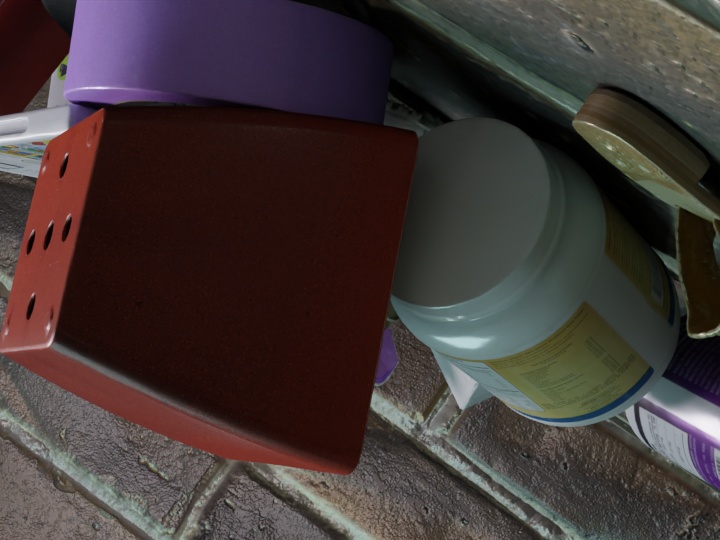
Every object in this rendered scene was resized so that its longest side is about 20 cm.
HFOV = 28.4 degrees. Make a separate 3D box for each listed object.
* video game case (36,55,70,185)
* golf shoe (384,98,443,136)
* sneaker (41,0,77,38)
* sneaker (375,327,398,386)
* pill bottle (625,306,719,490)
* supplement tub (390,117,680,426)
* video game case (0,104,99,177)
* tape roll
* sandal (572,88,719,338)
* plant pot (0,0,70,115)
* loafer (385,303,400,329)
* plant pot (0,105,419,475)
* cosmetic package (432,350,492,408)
[{"bbox_3d":[-0.192,-0.107,1.259,0.045,0.182,0.200,-16,148,30],"label":"video game case"},{"bbox_3d":[0.051,-0.054,1.051,0.200,0.097,0.078,37,178,-20],"label":"golf shoe"},{"bbox_3d":[-0.155,-0.179,1.026,0.067,0.108,0.201,17,155,21],"label":"sneaker"},{"bbox_3d":[-0.033,0.054,1.120,0.200,0.073,0.115,-3,-111,-54],"label":"sneaker"},{"bbox_3d":[0.249,0.087,0.960,0.111,0.112,0.200,36,177,-33],"label":"pill bottle"},{"bbox_3d":[0.104,0.004,0.898,0.145,0.145,0.200,32,176,40],"label":"supplement tub"},{"bbox_3d":[-0.178,-0.082,1.012,0.182,0.023,0.200,-1,172,43],"label":"video game case"},{"bbox_3d":[-0.082,-0.124,0.894,0.200,0.066,0.200,8,177,0],"label":"tape roll"},{"bbox_3d":[0.176,-0.002,0.711,0.212,0.070,0.078,35,177,-18],"label":"sandal"},{"bbox_3d":[-0.312,-0.219,1.083,0.200,0.200,0.176,34,171,14],"label":"plant pot"},{"bbox_3d":[0.000,0.000,1.059,0.200,0.067,0.076,32,-138,-66],"label":"loafer"},{"bbox_3d":[-0.103,0.002,0.845,0.176,0.200,0.200,15,169,-24],"label":"plant pot"},{"bbox_3d":[0.065,0.004,1.151,0.083,0.051,0.200,100,146,-71],"label":"cosmetic package"}]
